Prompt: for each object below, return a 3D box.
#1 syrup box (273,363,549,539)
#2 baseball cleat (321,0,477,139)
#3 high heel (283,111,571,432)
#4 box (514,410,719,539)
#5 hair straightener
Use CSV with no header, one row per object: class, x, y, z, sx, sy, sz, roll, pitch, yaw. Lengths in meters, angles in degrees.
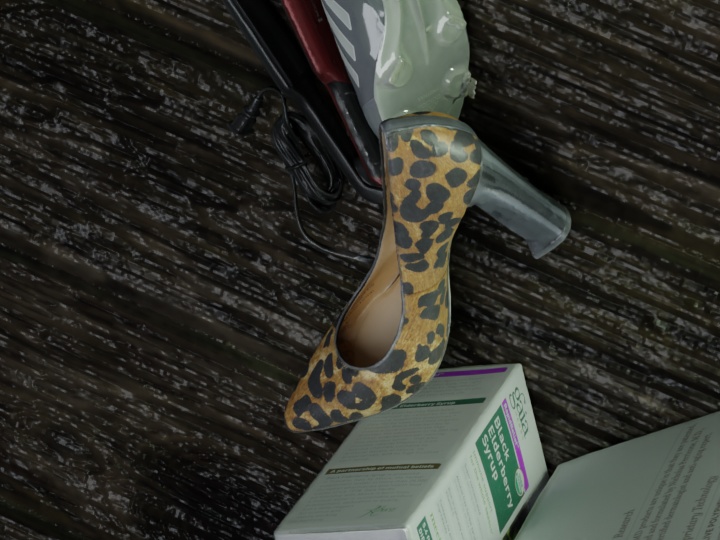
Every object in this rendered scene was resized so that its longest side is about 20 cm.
syrup box,0.032,0.127,1.543,0.081,0.200,0.079,-5,111,25
baseball cleat,0.002,-0.155,1.518,0.106,0.070,0.200,31,142,45
high heel,0.000,0.000,1.528,0.200,0.071,0.143,-42,136,14
box,0.191,0.203,1.516,0.171,0.200,0.199,-20,105,25
hair straightener,-0.031,-0.086,1.574,0.077,0.041,0.200,-21,108,28
